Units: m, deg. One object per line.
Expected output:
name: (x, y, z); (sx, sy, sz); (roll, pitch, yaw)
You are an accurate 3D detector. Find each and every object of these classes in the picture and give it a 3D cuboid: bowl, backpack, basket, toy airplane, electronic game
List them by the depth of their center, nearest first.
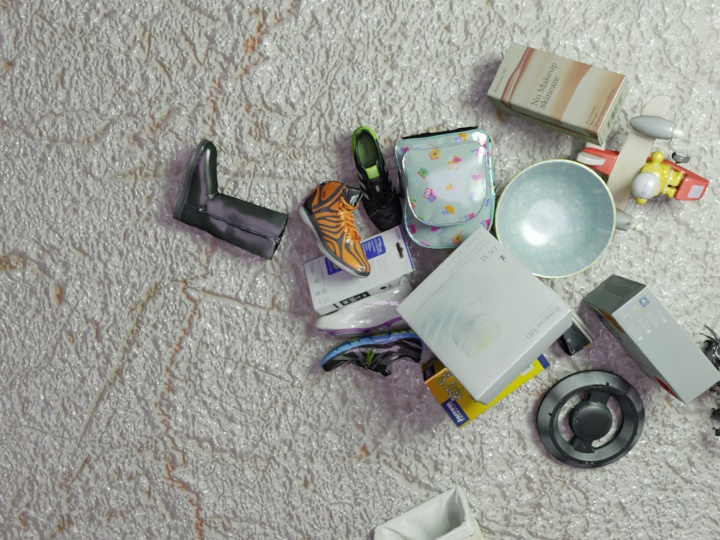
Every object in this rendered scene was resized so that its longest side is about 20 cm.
toy airplane: (0.464, -0.167, 1.013); (0.198, 0.141, 0.201); (-25, 109, 25)
backpack: (0.150, -0.136, 1.033); (0.174, 0.153, 0.202); (-6, 107, 8)
bowl: (0.330, -0.092, 1.046); (0.198, 0.108, 0.202); (1, 99, 5)
electronic game: (0.431, 0.280, 1.119); (0.198, 0.042, 0.202); (1, 105, 3)
basket: (0.137, 0.529, 1.122); (0.199, 0.136, 0.124); (-29, 98, 6)

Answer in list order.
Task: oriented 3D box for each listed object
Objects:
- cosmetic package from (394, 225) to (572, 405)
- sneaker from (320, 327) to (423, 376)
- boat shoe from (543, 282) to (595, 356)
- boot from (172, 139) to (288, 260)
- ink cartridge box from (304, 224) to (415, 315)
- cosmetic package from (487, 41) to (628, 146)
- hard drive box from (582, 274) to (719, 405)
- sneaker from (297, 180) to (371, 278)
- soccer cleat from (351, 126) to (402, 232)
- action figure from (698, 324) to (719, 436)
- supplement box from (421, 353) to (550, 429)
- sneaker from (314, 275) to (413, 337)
cosmetic package: (0.202, 0.076, 0.975); (0.199, 0.123, 0.200); (-44, 67, 3)
sneaker: (0.021, 0.162, 1.115); (0.198, 0.071, 0.083); (-12, 90, 2)
boat shoe: (0.341, 0.077, 1.086); (0.062, 0.075, 0.200); (-44, 98, 1)
boot: (-0.225, -0.127, 1.098); (0.199, 0.066, 0.166); (24, 106, 4)
ink cartridge box: (0.000, 0.000, 1.084); (0.199, 0.039, 0.100); (-21, 63, 13)
cosmetic package: (0.328, -0.295, 0.996); (0.199, 0.087, 0.104); (27, 98, 27)
hard drive box: (0.501, 0.113, 1.038); (0.077, 0.156, 0.200); (-41, 92, 7)
sneaker: (-0.028, -0.085, 1.046); (0.112, 0.077, 0.200); (-50, 62, 20)
soccer cleat: (0.025, -0.159, 1.071); (0.067, 0.081, 0.202); (-17, 98, 5)
action figure: (0.662, 0.195, 1.061); (0.101, 0.119, 0.202); (-7, 105, 37)
supplement box: (0.222, 0.173, 1.085); (0.199, 0.109, 0.110); (-37, 93, 7)
sneaker: (0.009, 0.067, 1.116); (0.198, 0.075, 0.100); (-14, 73, 7)
